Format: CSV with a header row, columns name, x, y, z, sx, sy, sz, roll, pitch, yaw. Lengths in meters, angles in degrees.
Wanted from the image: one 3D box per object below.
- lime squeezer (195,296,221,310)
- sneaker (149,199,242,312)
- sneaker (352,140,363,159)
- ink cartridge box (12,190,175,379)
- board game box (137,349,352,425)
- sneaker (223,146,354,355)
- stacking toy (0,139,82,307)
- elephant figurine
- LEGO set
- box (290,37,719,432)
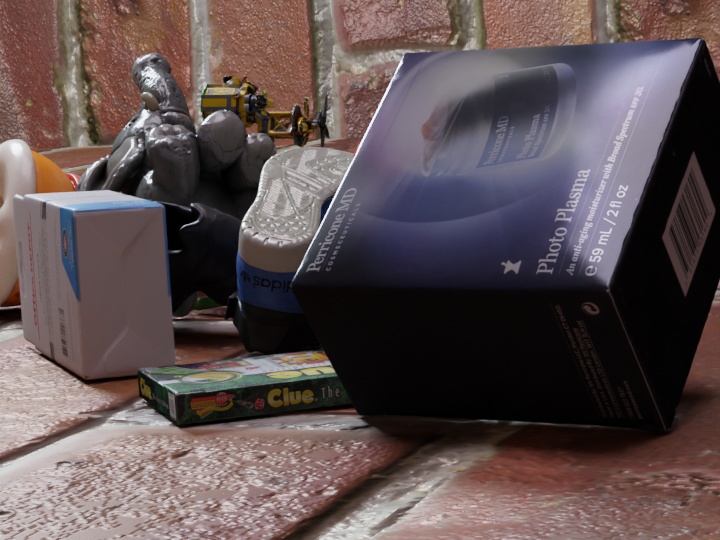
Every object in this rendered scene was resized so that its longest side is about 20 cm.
name,x,y,z,sx,sy,sz,roll,pitch,yaw
lime squeezer,-0.048,0.017,1.688,0.199,0.038,0.071,-2,7,17
sneaker,-0.150,-0.014,1.626,0.200,0.076,0.091,-16,-42,44
sneaker,0.050,-0.086,1.523,0.093,0.200,0.070,27,-36,0
ink cartridge box,-0.191,0.004,1.537,0.066,0.116,0.200,-6,8,-20
board game box,-0.030,0.067,1.351,0.199,0.024,0.105,-6,10,-19
sneaker,-0.043,-0.009,1.537,0.076,0.112,0.200,10,25,7
stacking toy,-0.226,-0.023,1.840,0.199,0.147,0.146,11,1,-25
elephant figurine,-0.160,-0.077,1.791,0.155,0.142,0.200,-33,30,-26
LEGO set,-0.067,-0.072,1.881,0.115,0.201,0.154,0,-13,14
box,0.095,-0.023,1.248,0.198,0.123,0.200,0,47,30
